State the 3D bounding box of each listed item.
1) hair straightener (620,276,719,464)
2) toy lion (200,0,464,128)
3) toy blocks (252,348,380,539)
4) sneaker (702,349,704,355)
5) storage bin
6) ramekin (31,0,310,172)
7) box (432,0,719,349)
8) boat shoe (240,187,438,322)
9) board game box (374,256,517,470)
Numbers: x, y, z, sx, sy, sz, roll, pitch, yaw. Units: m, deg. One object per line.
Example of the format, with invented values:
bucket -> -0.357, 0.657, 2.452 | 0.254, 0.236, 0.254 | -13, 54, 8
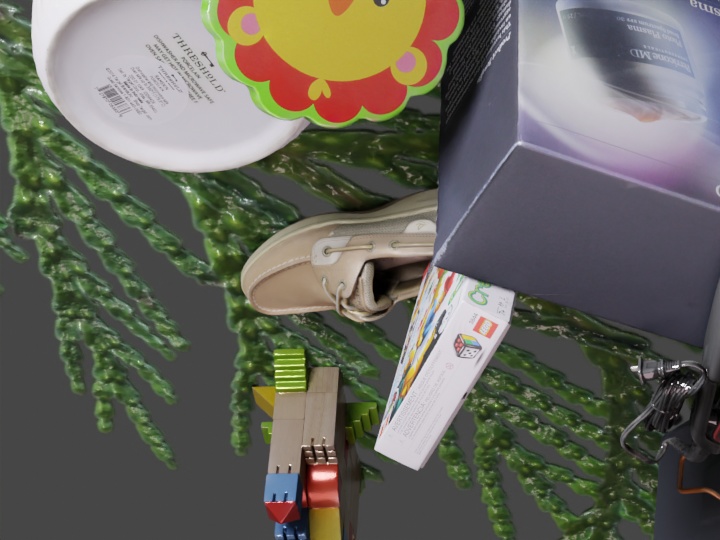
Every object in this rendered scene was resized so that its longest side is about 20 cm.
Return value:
hair straightener -> 0.194, 0.057, 1.080 | 0.077, 0.041, 0.200 | 7, 145, -5
toy lion -> -0.032, -0.180, 1.004 | 0.200, 0.069, 0.192 | 19, 95, -16
toy blocks -> -0.037, 0.177, 1.481 | 0.100, 0.137, 0.200 | -2, 141, 7
sneaker -> 0.343, 0.040, 1.317 | 0.199, 0.083, 0.071 | -15, 138, 19
storage bin -> 0.291, 0.188, 1.430 | 0.145, 0.200, 0.134 | 23, 147, -22
ramekin -> -0.103, -0.149, 1.108 | 0.200, 0.105, 0.200 | 3, 142, 2
box -> 0.157, -0.082, 1.091 | 0.200, 0.199, 0.123 | 16, 140, -15
boat shoe -> 0.000, 0.000, 1.314 | 0.200, 0.065, 0.072 | -16, 137, 23
board game box -> 0.064, 0.016, 1.152 | 0.035, 0.200, 0.126 | 25, 124, -5
